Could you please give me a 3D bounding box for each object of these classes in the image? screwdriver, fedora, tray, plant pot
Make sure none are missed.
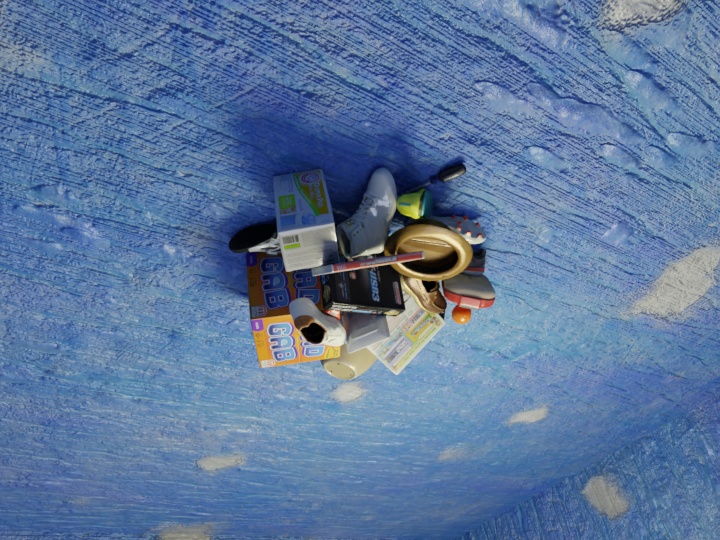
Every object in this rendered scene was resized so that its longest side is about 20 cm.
[{"bbox_3d":[0.141,-0.191,1.244,0.199,0.028,0.029,-21,168,13],"label":"screwdriver"},{"bbox_3d":[0.154,-0.059,1.269,0.200,0.082,0.201,4,140,3],"label":"fedora"},{"bbox_3d":[0.005,0.100,1.319,0.107,0.200,0.022,-24,129,12],"label":"tray"},{"bbox_3d":[-0.039,0.219,1.528,0.199,0.135,0.201,11,143,9],"label":"plant pot"}]

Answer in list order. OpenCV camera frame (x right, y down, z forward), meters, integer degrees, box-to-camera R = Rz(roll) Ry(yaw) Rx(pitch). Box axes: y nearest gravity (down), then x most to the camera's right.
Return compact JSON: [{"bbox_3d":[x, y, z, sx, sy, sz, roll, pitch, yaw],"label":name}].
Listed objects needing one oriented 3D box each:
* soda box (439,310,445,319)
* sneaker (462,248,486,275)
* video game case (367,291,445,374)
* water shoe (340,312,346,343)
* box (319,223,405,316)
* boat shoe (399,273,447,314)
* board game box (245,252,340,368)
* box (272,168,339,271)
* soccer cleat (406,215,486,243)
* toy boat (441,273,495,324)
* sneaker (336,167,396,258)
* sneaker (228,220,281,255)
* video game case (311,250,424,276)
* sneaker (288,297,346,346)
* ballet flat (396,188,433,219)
[{"bbox_3d":[0.133,0.122,1.562,0.199,0.071,0.063,-9,141,-3],"label":"soda box"},{"bbox_3d":[0.230,-0.041,1.419,0.199,0.077,0.082,5,109,-19],"label":"sneaker"},{"bbox_3d":[0.109,0.156,1.482,0.200,0.022,0.182,-46,120,-3],"label":"video game case"},{"bbox_3d":[-0.017,0.113,1.414,0.079,0.200,0.072,-10,125,1],"label":"water shoe"},{"bbox_3d":[0.000,0.000,1.274,0.198,0.201,0.050,9,151,-31],"label":"box"},{"bbox_3d":[0.171,0.051,1.421,0.067,0.072,0.200,-18,139,33],"label":"boat shoe"},{"bbox_3d":[-0.162,0.087,1.348,0.199,0.200,0.200,-7,139,-8],"label":"board game box"},{"bbox_3d":[-0.113,-0.108,1.135,0.112,0.200,0.102,-10,132,-4],"label":"box"},{"bbox_3d":[0.204,-0.094,1.343,0.199,0.069,0.078,9,141,-13],"label":"soccer cleat"},{"bbox_3d":[0.269,0.075,1.439,0.130,0.200,0.131,11,105,3],"label":"toy boat"},{"bbox_3d":[0.010,-0.117,1.200,0.115,0.074,0.201,-17,125,-39],"label":"sneaker"},{"bbox_3d":[-0.197,-0.063,1.267,0.199,0.074,0.089,-14,138,3],"label":"sneaker"},{"bbox_3d":[0.012,-0.014,1.147,0.199,0.018,0.143,-9,180,-21],"label":"video game case"},{"bbox_3d":[-0.089,0.139,1.207,0.073,0.085,0.200,-29,142,15],"label":"sneaker"},{"bbox_3d":[0.116,-0.145,1.210,0.067,0.200,0.067,5,98,13],"label":"ballet flat"}]
